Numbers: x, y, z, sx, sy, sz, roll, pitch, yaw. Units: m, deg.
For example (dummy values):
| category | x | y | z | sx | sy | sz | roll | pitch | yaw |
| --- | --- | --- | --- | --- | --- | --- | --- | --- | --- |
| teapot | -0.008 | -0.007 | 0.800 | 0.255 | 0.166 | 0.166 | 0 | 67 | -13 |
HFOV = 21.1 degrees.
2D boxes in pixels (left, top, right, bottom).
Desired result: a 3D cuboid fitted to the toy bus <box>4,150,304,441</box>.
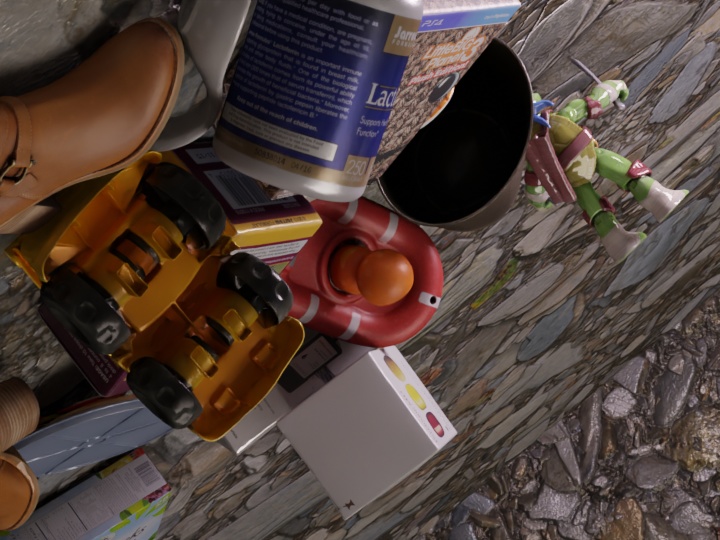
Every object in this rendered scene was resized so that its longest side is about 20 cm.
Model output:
| category | x | y | z | sx | sy | sz | roll | pitch | yaw |
| --- | --- | --- | --- | --- | --- | --- | --- | --- | --- |
| toy bus | -0.167 | 0.015 | 1.442 | 0.136 | 0.200 | 0.192 | -49 | -155 | -18 |

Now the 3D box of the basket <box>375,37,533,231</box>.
| category | x | y | z | sx | sy | sz | roll | pitch | yaw |
| --- | --- | --- | --- | --- | --- | --- | --- | --- | --- |
| basket | 0.092 | -0.110 | 1.797 | 0.200 | 0.135 | 0.181 | 53 | 59 | -79 |

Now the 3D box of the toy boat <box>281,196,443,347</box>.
| category | x | y | z | sx | sy | sz | roll | pitch | yaw |
| --- | --- | --- | --- | --- | --- | --- | --- | --- | --- |
| toy boat | 0.000 | 0.000 | 1.749 | 0.199 | 0.130 | 0.131 | 23 | 87 | -38 |

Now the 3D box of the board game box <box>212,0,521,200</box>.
| category | x | y | z | sx | sy | sz | roll | pitch | yaw |
| --- | --- | --- | --- | --- | --- | --- | --- | --- | --- |
| board game box | 0.000 | -0.166 | 1.509 | 0.159 | 0.097 | 0.200 | -16 | 152 | -54 |

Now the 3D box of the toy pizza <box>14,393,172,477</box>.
| category | x | y | z | sx | sy | sz | roll | pitch | yaw |
| --- | --- | --- | --- | --- | --- | --- | --- | --- | --- |
| toy pizza | -0.255 | 0.148 | 1.821 | 0.199 | 0.032 | 0.200 | -18 | 166 | -5 |

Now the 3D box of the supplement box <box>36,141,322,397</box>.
| category | x | y | z | sx | sy | sz | roll | pitch | yaw |
| --- | --- | --- | --- | --- | --- | --- | --- | --- | --- |
| supplement box | -0.148 | -0.004 | 1.591 | 0.200 | 0.103 | 0.131 | -49 | 162 | 25 |

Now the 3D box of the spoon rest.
| category | x | y | z | sx | sy | sz | roll | pitch | yaw |
| --- | --- | --- | --- | --- | --- | --- | --- | --- | --- |
| spoon rest | -0.109 | -0.152 | 1.345 | 0.060 | 0.100 | 0.200 | 20 | 138 | -19 |

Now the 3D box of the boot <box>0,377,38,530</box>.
| category | x | y | z | sx | sy | sz | roll | pitch | yaw |
| --- | --- | --- | --- | --- | --- | --- | --- | --- | --- |
| boot | -0.357 | 0.184 | 1.659 | 0.154 | 0.074 | 0.201 | -30 | 149 | -33 |

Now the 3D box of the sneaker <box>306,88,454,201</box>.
| category | x | y | z | sx | sy | sz | roll | pitch | yaw |
| --- | --- | --- | --- | --- | --- | --- | --- | --- | --- |
| sneaker | -0.009 | -0.119 | 1.677 | 0.199 | 0.076 | 0.092 | -30 | 170 | -7 |

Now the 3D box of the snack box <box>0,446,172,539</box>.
| category | x | y | z | sx | sy | sz | roll | pitch | yaw |
| --- | --- | --- | --- | --- | --- | --- | --- | --- | --- |
| snack box | -0.309 | 0.294 | 2.073 | 0.199 | 0.068 | 0.169 | -32 | 162 | -30 |

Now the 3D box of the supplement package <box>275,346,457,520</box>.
| category | x | y | z | sx | sy | sz | roll | pitch | yaw |
| --- | --- | --- | --- | --- | --- | --- | --- | --- | --- |
| supplement package | 0.010 | 0.148 | 1.811 | 0.109 | 0.114 | 0.200 | -37 | 176 | 6 |

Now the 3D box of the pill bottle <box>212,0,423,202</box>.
| category | x | y | z | sx | sy | sz | roll | pitch | yaw |
| --- | --- | --- | --- | --- | --- | --- | --- | --- | --- |
| pill bottle | -0.023 | -0.159 | 1.350 | 0.116 | 0.115 | 0.201 | -5 | 116 | -63 |

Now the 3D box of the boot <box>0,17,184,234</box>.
| category | x | y | z | sx | sy | sz | roll | pitch | yaw |
| --- | --- | --- | --- | --- | --- | --- | --- | --- | --- |
| boot | -0.215 | -0.096 | 1.269 | 0.200 | 0.074 | 0.154 | -47 | 158 | 14 |

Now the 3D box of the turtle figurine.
| category | x | y | z | sx | sy | sz | roll | pitch | yaw |
| --- | --- | --- | --- | --- | --- | --- | --- | --- | --- |
| turtle figurine | 0.234 | -0.115 | 1.962 | 0.144 | 0.194 | 0.200 | -43 | 175 | -6 |

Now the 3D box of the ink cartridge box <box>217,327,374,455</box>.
| category | x | y | z | sx | sy | sz | roll | pitch | yaw |
| --- | --- | --- | --- | --- | --- | --- | --- | --- | --- |
| ink cartridge box | -0.081 | 0.078 | 1.888 | 0.200 | 0.084 | 0.145 | -37 | -165 | -12 |
